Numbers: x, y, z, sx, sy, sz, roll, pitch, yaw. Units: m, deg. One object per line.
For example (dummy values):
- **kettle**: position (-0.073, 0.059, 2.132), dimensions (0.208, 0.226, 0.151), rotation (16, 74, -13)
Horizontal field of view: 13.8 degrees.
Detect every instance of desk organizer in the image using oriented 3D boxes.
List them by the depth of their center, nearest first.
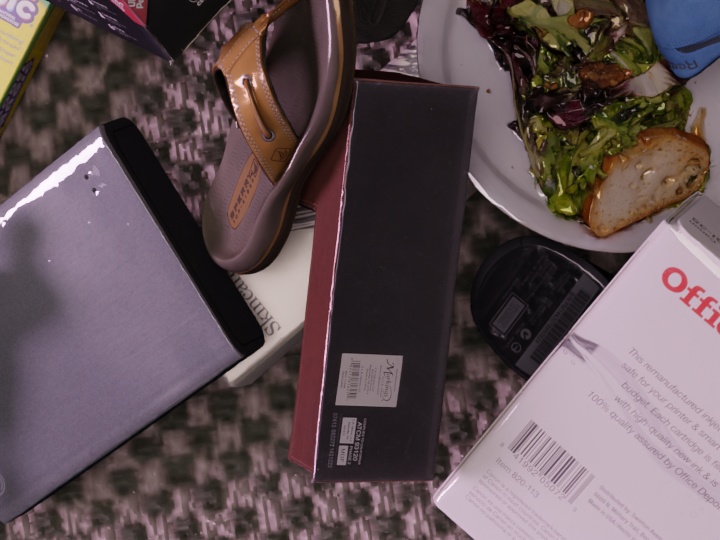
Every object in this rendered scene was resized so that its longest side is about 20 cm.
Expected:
- **desk organizer**: position (0.000, 0.000, 1.502), dimensions (0.071, 0.077, 0.201), rotation (1, 100, -29)

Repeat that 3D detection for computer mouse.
- **computer mouse**: position (0.134, 0.077, 1.586), dimensions (0.199, 0.046, 0.141), rotation (33, 110, 9)

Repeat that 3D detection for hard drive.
- **hard drive**: position (-0.157, 0.029, 1.577), dimensions (0.200, 0.033, 0.140), rotation (-35, 85, 34)

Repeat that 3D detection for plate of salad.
- **plate of salad**: position (0.126, -0.108, 1.546), dimensions (0.199, 0.048, 0.201), rotation (5, 72, -16)

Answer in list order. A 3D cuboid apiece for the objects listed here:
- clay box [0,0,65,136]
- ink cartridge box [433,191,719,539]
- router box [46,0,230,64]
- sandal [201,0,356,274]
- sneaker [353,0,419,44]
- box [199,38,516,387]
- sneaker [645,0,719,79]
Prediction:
- **clay box**: position (-0.239, -0.119, 1.623), dimensions (0.114, 0.048, 0.201), rotation (27, 94, 5)
- **ink cartridge box**: position (0.157, 0.084, 1.509), dimensions (0.146, 0.083, 0.200), rotation (41, 112, 6)
- **router box**: position (-0.107, -0.200, 1.512), dimensions (0.150, 0.200, 0.062), rotation (-48, 126, -11)
- **sandal**: position (-0.050, -0.083, 1.468), dimensions (0.054, 0.082, 0.201), rotation (3, 132, -27)
- **sneaker**: position (-0.026, -0.196, 1.569), dimensions (0.115, 0.076, 0.202), rotation (-18, 57, 33)
- **box**: position (-0.014, -0.031, 1.586), dimensions (0.200, 0.068, 0.082), rotation (-42, 87, 4)
- **sneaker**: position (0.234, -0.161, 1.550), dimensions (0.199, 0.066, 0.079), rotation (-25, 117, -20)
